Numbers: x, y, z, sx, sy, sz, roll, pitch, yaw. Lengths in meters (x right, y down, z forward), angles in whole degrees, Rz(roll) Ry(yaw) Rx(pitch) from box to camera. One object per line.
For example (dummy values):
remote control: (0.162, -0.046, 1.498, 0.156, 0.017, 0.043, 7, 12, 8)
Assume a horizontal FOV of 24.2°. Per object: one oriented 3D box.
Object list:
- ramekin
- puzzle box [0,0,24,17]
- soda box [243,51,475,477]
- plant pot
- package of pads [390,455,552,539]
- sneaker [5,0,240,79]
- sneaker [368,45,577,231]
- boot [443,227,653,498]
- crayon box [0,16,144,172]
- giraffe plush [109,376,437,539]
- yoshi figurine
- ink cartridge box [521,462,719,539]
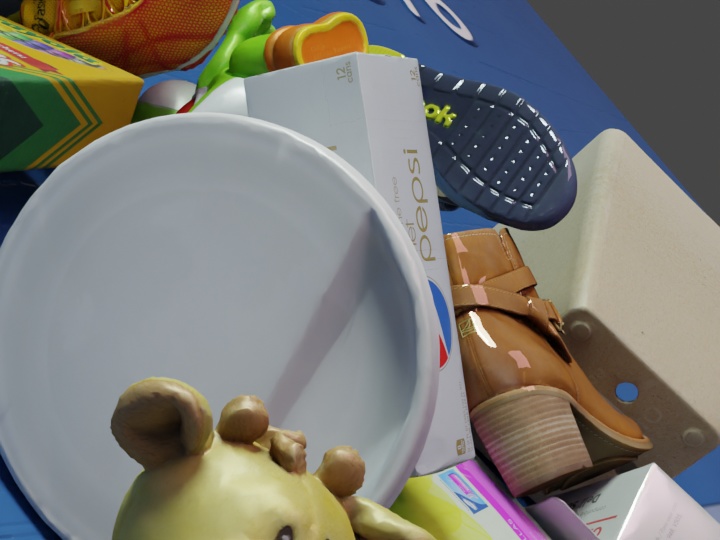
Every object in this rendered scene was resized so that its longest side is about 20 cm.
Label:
ramekin: (-0.056, 0.036, 0.735, 0.203, 0.202, 0.094, 50, 9, 12)
puzzle box: (-0.167, -0.186, 0.948, 0.133, 0.199, 0.026, 23, 57, -50)
soda box: (0.000, 0.000, 0.811, 0.064, 0.068, 0.201, -7, 88, -60)
plant pot: (0.163, 0.062, 1.165, 0.200, 0.200, 0.177, 43, 31, -9)
package of pads: (0.051, 0.175, 0.859, 0.155, 0.068, 0.200, 50, 19, 15)
sneaker: (-0.140, -0.137, 0.927, 0.077, 0.200, 0.073, 3, 68, -49)
sneaker: (0.062, -0.075, 1.052, 0.200, 0.074, 0.082, 34, -14, 38)
boot: (0.106, 0.051, 1.006, 0.155, 0.073, 0.200, 68, 16, 13)
crayon box: (-0.198, -0.097, 0.846, 0.127, 0.051, 0.200, 24, 13, 15)
giraffe plush: (-0.058, 0.130, 0.571, 0.172, 0.162, 0.200, 18, 33, -53)
yoshi figurine: (-0.062, -0.085, 0.963, 0.112, 0.199, 0.113, 42, 57, -31)
ink cartridge box: (0.168, 0.185, 0.995, 0.200, 0.117, 0.067, 43, 58, -11)
